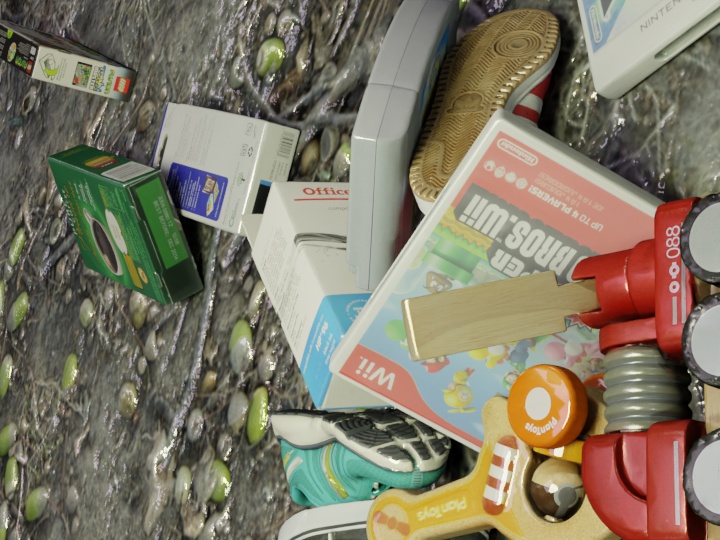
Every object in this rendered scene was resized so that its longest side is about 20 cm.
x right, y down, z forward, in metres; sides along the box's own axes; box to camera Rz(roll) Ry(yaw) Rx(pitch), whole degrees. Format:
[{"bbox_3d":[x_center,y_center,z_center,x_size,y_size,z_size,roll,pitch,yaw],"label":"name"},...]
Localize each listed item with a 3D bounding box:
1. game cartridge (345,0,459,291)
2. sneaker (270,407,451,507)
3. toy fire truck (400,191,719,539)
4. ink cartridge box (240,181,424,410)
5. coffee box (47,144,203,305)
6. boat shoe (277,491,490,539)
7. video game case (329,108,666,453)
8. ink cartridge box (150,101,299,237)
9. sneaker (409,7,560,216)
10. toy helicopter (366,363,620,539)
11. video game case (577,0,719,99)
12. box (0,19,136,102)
[{"bbox_3d":[0.030,-0.097,0.997,0.200,0.040,0.134,-70,-17,-50],"label":"game cartridge"},{"bbox_3d":[0.002,0.136,1.068,0.200,0.077,0.080,-7,87,64],"label":"sneaker"},{"bbox_3d":[0.133,0.056,0.790,0.199,0.128,0.177,-11,71,42],"label":"toy fire truck"},{"bbox_3d":[0.000,0.000,1.050,0.200,0.116,0.068,-117,36,-44],"label":"ink cartridge box"},{"bbox_3d":[-0.221,-0.047,1.427,0.200,0.044,0.123,18,130,58],"label":"coffee box"},{"bbox_3d":[0.009,0.197,1.021,0.199,0.073,0.068,-17,51,44],"label":"boat shoe"},{"bbox_3d":[0.089,0.019,0.903,0.200,0.143,0.017,-56,10,30],"label":"video game case"},{"bbox_3d":[-0.126,-0.090,1.354,0.200,0.039,0.100,20,97,56],"label":"ink cartridge box"},{"bbox_3d":[0.090,-0.074,0.990,0.071,0.113,0.200,3,46,27],"label":"sneaker"},{"bbox_3d":[0.083,0.141,0.899,0.200,0.079,0.133,-25,67,38],"label":"toy helicopter"},{"bbox_3d":[0.191,-0.233,0.931,0.182,0.022,0.201,-37,50,45],"label":"video game case"},{"bbox_3d":[-0.326,-0.227,1.638,0.200,0.110,0.035,31,106,56],"label":"box"}]
